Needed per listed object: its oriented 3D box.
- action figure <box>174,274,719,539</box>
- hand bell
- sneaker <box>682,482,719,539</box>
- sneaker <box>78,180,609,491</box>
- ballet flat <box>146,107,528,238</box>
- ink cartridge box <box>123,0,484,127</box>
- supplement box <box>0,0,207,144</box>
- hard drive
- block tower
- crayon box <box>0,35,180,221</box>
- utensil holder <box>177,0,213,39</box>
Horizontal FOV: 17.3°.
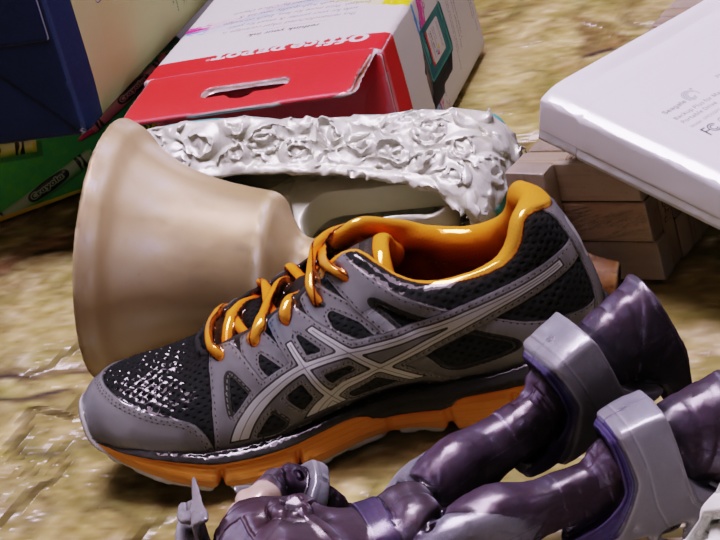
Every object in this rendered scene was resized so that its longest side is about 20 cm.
[{"bbox_3d":[0.021,0.079,0.723,0.199,0.070,0.130,-23,32,-9],"label":"action figure"},{"bbox_3d":[0.000,0.000,0.911,0.199,0.104,0.104,5,28,10],"label":"hand bell"},{"bbox_3d":[0.120,0.055,0.627,0.200,0.089,0.075,-40,19,5],"label":"sneaker"},{"bbox_3d":[-0.008,0.021,0.848,0.199,0.077,0.078,-14,26,6],"label":"sneaker"},{"bbox_3d":[-0.029,-0.029,0.987,0.199,0.072,0.072,-6,26,20],"label":"ballet flat"},{"bbox_3d":[-0.022,-0.088,1.102,0.116,0.067,0.200,-7,25,20],"label":"ink cartridge box"},{"bbox_3d":[-0.195,-0.155,1.120,0.199,0.135,0.200,-5,26,22],"label":"supplement box"},{"bbox_3d":[0.183,-0.043,0.861,0.200,0.026,0.132,30,45,35],"label":"hard drive"},{"bbox_3d":[0.131,-0.061,0.971,0.058,0.054,0.200,2,30,34],"label":"block tower"},{"bbox_3d":[-0.187,-0.070,1.171,0.199,0.058,0.119,-21,25,-13],"label":"crayon box"},{"bbox_3d":[-0.115,-0.217,1.321,0.169,0.170,0.200,-14,27,2],"label":"utensil holder"}]
